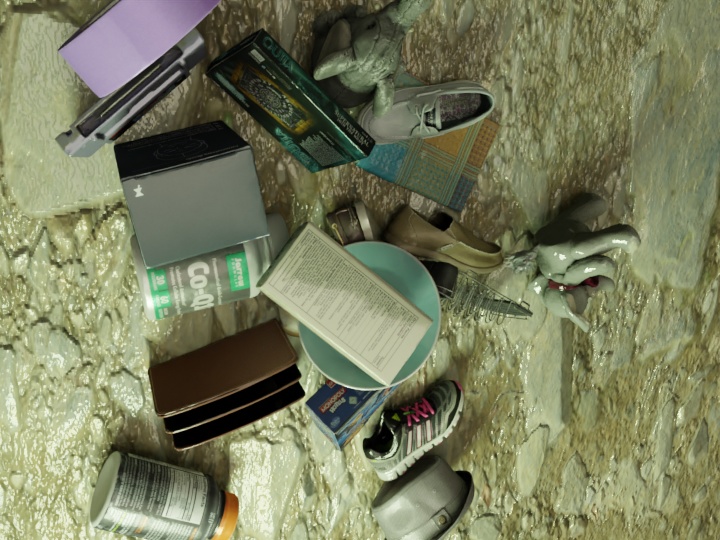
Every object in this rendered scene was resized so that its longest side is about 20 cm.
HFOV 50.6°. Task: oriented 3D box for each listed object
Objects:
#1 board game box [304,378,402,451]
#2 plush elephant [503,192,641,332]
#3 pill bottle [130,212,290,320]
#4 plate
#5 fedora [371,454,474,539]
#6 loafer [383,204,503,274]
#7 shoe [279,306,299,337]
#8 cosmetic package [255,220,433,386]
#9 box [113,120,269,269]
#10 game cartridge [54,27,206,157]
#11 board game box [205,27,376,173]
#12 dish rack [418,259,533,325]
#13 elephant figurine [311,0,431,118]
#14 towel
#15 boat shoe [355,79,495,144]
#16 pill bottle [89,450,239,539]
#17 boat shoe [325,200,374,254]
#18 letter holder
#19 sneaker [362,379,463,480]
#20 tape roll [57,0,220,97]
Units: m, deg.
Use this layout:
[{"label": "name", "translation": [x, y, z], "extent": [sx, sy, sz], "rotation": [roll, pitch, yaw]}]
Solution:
[{"label": "board game box", "translation": [-0.002, 0.185, 1.131], "extent": [0.062, 0.201, 0.200], "rotation": [42, 63, 14]}, {"label": "plush elephant", "translation": [0.334, 0.006, 1.184], "extent": [0.198, 0.165, 0.156], "rotation": [-26, 118, -2]}, {"label": "pill bottle", "translation": [-0.193, -0.011, 1.001], "extent": [0.197, 0.113, 0.115], "rotation": [-13, 113, -16]}, {"label": "plate", "translation": [0.012, 0.061, 1.035], "extent": [0.197, 0.026, 0.204], "rotation": [-1, 79, 6]}, {"label": "fedora", "translation": [0.087, 0.370, 1.222], "extent": [0.199, 0.177, 0.091], "rotation": [-38, 97, -3]}, {"label": "loafer", "translation": [0.133, -0.047, 1.133], "extent": [0.197, 0.076, 0.068], "rotation": [11, 111, -24]}, {"label": "shoe", "translation": [-0.023, 0.067, 1.072], "extent": [0.197, 0.070, 0.054], "rotation": [3, 131, 14]}, {"label": "cosmetic package", "translation": [-0.022, 0.041, 0.950], "extent": [0.199, 0.087, 0.104], "rotation": [40, 81, -9]}, {"label": "box", "translation": [-0.208, -0.099, 0.916], "extent": [0.146, 0.200, 0.109], "rotation": [-16, 113, -14]}, {"label": "game cartridge", "translation": [-0.263, -0.206, 0.898], "extent": [0.200, 0.130, 0.038], "rotation": [-42, 98, -2]}, {"label": "board game box", "translation": [-0.089, -0.206, 0.963], "extent": [0.200, 0.134, 0.028], "rotation": [42, 65, -27]}, {"label": "dish rack", "translation": [0.151, 0.040, 1.134], "extent": [0.198, 0.153, 0.055], "rotation": [27, 81, -27]}, {"label": "elephant figurine", "translation": [0.003, -0.262, 0.933], "extent": [0.139, 0.200, 0.158], "rotation": [-12, 110, -9]}, {"label": "towel", "translation": [0.096, -0.185, 1.103], "extent": [0.198, 0.022, 0.148], "rotation": [20, 100, -27]}, {"label": "boat shoe", "translation": [0.091, -0.217, 1.037], "extent": [0.198, 0.071, 0.071], "rotation": [-18, 114, -16]}, {"label": "pill bottle", "translation": [-0.276, 0.336, 1.096], "extent": [0.198, 0.106, 0.107], "rotation": [24, 99, -26]}, {"label": "boat shoe", "translation": [0.000, 0.000, 1.105], "extent": [0.059, 0.072, 0.203], "rotation": [-14, 116, 0]}, {"label": "letter holder", "translation": [-0.178, 0.171, 1.054], "extent": [0.197, 0.142, 0.102], "rotation": [-21, 114, -13]}, {"label": "sneaker", "translation": [0.080, 0.245, 1.216], "extent": [0.200, 0.074, 0.087], "rotation": [-45, 123, 4]}, {"label": "tape roll", "translation": [-0.236, -0.282, 0.841], "extent": [0.200, 0.200, 0.066], "rotation": [-42, 118, -2]}]
